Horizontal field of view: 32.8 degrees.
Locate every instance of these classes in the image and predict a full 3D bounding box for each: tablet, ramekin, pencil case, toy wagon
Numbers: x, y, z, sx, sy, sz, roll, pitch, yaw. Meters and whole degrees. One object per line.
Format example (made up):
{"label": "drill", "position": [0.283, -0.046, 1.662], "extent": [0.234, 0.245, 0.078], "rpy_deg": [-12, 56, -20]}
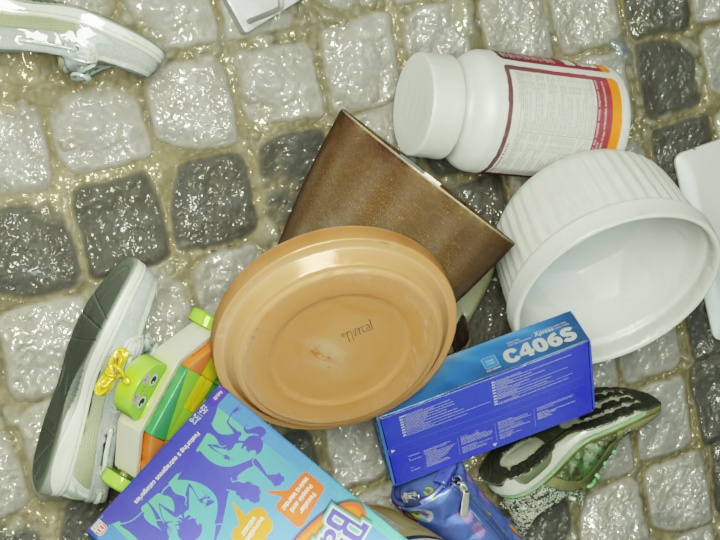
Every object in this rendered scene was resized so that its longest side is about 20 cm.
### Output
{"label": "tablet", "position": [0.400, -0.041, 1.278], "extent": [0.129, 0.014, 0.203], "rpy_deg": [-19, 100, -20]}
{"label": "ramekin", "position": [0.214, -0.016, 1.113], "extent": [0.197, 0.106, 0.202], "rpy_deg": [-12, 139, -10]}
{"label": "pencil case", "position": [0.110, 0.252, 1.141], "extent": [0.201, 0.086, 0.078], "rpy_deg": [52, 59, -18]}
{"label": "toy wagon", "position": [-0.151, 0.109, 0.982], "extent": [0.039, 0.200, 0.157], "rpy_deg": [25, 81, 19]}

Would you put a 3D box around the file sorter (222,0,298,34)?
{"label": "file sorter", "position": [-0.037, -0.315, 1.022], "extent": [0.199, 0.124, 0.140], "rpy_deg": [-35, 106, -17]}

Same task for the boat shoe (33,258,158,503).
{"label": "boat shoe", "position": [-0.207, 0.091, 1.002], "extent": [0.064, 0.074, 0.205], "rpy_deg": [19, 90, -28]}

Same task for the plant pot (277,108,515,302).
{"label": "plant pot", "position": [0.000, 0.000, 1.045], "extent": [0.186, 0.187, 0.201], "rpy_deg": [34, 97, -20]}

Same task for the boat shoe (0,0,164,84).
{"label": "boat shoe", "position": [-0.257, -0.183, 0.972], "extent": [0.199, 0.074, 0.066], "rpy_deg": [12, 95, -18]}

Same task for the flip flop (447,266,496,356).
{"label": "flip flop", "position": [0.074, 0.056, 1.127], "extent": [0.081, 0.057, 0.202], "rpy_deg": [31, 82, -21]}

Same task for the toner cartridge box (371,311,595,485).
{"label": "toner cartridge box", "position": [0.108, 0.114, 1.082], "extent": [0.197, 0.043, 0.096], "rpy_deg": [-19, 131, -6]}

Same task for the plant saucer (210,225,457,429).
{"label": "plant saucer", "position": [-0.018, 0.054, 0.961], "extent": [0.197, 0.033, 0.202], "rpy_deg": [-9, 131, -10]}

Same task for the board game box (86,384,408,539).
{"label": "board game box", "position": [-0.082, 0.207, 0.920], "extent": [0.199, 0.045, 0.152], "rpy_deg": [36, 67, 15]}

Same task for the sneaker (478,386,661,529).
{"label": "sneaker", "position": [0.210, 0.183, 1.194], "extent": [0.198, 0.077, 0.090], "rpy_deg": [-26, 116, -13]}

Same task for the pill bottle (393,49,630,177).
{"label": "pill bottle", "position": [0.136, -0.141, 1.111], "extent": [0.197, 0.109, 0.111], "rpy_deg": [3, 92, -22]}

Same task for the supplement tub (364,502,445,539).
{"label": "supplement tub", "position": [0.016, 0.281, 1.041], "extent": [0.142, 0.200, 0.147], "rpy_deg": [-1, 92, -21]}
